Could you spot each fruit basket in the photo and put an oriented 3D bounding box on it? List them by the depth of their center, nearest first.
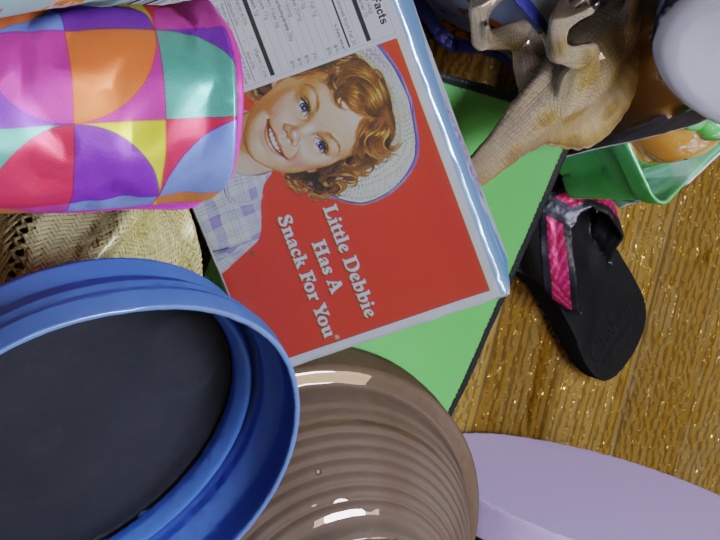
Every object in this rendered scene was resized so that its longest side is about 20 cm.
[{"bbox_3d":[0.189,-0.097,1.290,0.185,0.200,0.094,-40,114,-46],"label":"fruit basket"}]

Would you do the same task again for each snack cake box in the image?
[{"bbox_3d":[-0.023,-0.070,1.107,0.115,0.067,0.201,-19,105,8],"label":"snack cake box"}]

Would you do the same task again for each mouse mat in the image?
[{"bbox_3d":[0.000,0.000,1.203,0.160,0.008,0.201,13,110,-31],"label":"mouse mat"}]

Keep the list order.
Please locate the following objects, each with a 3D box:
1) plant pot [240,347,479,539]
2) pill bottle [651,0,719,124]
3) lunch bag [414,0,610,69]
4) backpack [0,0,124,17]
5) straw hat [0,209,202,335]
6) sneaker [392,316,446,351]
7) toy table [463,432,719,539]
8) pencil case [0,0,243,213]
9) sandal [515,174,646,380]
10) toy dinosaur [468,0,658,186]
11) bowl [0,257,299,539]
[{"bbox_3d":[-0.024,0.142,1.204,0.200,0.093,0.202,-13,121,-22],"label":"plant pot"},{"bbox_3d":[0.194,-0.165,1.160,0.106,0.106,0.201,53,41,-43],"label":"pill bottle"},{"bbox_3d":[0.073,-0.204,1.204,0.170,0.124,0.200,-59,144,-10],"label":"lunch bag"},{"bbox_3d":[-0.128,-0.194,0.957,0.150,0.177,0.201,-11,122,-44],"label":"backpack"},{"bbox_3d":[-0.113,-0.003,1.073,0.201,0.085,0.202,1,89,-51],"label":"straw hat"},{"bbox_3d":[-0.012,-0.035,1.230,0.099,0.075,0.201,-17,122,-15],"label":"sneaker"},{"bbox_3d":[0.116,0.170,1.360,0.184,0.199,0.118,-51,158,-70],"label":"toy table"},{"bbox_3d":[-0.144,-0.057,0.997,0.199,0.088,0.089,-6,111,-15],"label":"pencil case"},{"bbox_3d":[0.112,-0.011,1.370,0.075,0.045,0.200,-55,135,-17],"label":"sandal"},{"bbox_3d":[0.088,-0.086,1.158,0.200,0.058,0.101,-42,138,-14],"label":"toy dinosaur"},{"bbox_3d":[-0.120,0.076,1.043,0.200,0.039,0.201,-22,141,-18],"label":"bowl"}]
